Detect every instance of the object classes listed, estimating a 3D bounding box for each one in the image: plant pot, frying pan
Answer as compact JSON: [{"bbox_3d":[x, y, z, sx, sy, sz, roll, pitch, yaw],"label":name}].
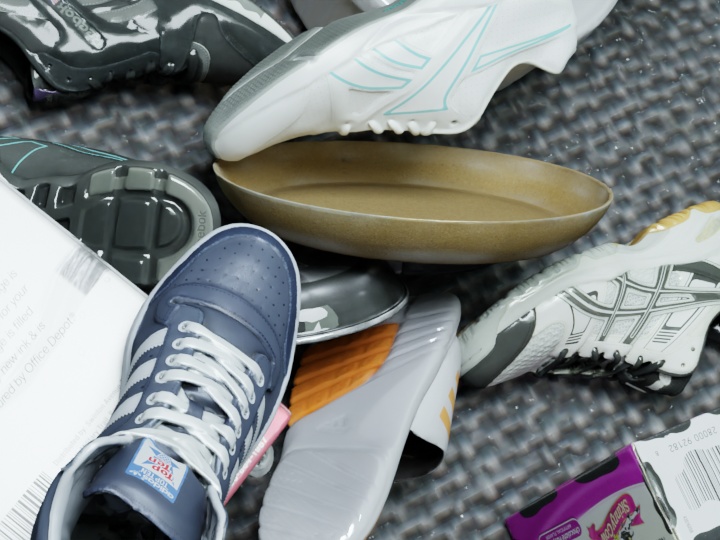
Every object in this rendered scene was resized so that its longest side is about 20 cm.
[{"bbox_3d":[0.025,-0.034,0.955,0.199,0.200,0.028,-2,104,-25],"label":"plant pot"},{"bbox_3d":[0.002,0.005,0.942,0.189,0.115,0.031,-10,107,-9],"label":"frying pan"}]

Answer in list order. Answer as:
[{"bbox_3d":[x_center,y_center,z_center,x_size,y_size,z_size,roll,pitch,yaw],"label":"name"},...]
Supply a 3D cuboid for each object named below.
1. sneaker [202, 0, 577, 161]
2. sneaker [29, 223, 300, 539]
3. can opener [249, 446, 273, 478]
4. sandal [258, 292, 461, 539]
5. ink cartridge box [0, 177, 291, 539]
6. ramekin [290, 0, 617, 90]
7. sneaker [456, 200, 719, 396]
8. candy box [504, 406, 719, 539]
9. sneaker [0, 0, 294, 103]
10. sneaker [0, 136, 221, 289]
[{"bbox_3d":[0.018,-0.095,0.950,0.199,0.070,0.081,-27,109,0],"label":"sneaker"},{"bbox_3d":[-0.069,0.059,0.734,0.070,0.109,0.201,29,68,-5],"label":"sneaker"},{"bbox_3d":[-0.101,0.122,0.890,0.063,0.078,0.201,53,51,-41],"label":"can opener"},{"bbox_3d":[0.002,0.087,0.929,0.207,0.079,0.059,-65,140,-50],"label":"sandal"},{"bbox_3d":[-0.154,0.061,0.815,0.200,0.085,0.146,39,67,-1],"label":"ink cartridge box"},{"bbox_3d":[0.044,-0.187,1.069,0.201,0.094,0.204,9,64,-20],"label":"ramekin"},{"bbox_3d":[0.138,0.031,1.021,0.199,0.076,0.088,-22,81,-28],"label":"sneaker"},{"bbox_3d":[0.191,0.102,0.974,0.199,0.136,0.061,-19,77,-29],"label":"candy box"},{"bbox_3d":[-0.131,-0.115,0.983,0.199,0.076,0.088,21,74,-10],"label":"sneaker"},{"bbox_3d":[-0.164,-0.028,0.922,0.199,0.079,0.076,11,96,0],"label":"sneaker"}]
